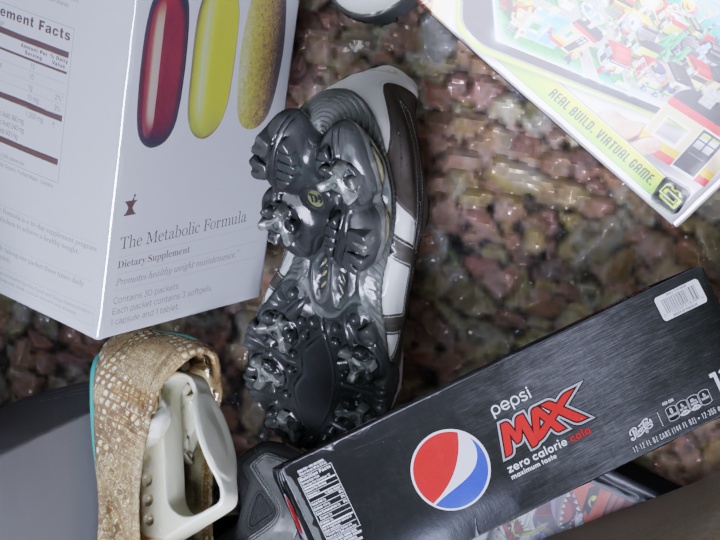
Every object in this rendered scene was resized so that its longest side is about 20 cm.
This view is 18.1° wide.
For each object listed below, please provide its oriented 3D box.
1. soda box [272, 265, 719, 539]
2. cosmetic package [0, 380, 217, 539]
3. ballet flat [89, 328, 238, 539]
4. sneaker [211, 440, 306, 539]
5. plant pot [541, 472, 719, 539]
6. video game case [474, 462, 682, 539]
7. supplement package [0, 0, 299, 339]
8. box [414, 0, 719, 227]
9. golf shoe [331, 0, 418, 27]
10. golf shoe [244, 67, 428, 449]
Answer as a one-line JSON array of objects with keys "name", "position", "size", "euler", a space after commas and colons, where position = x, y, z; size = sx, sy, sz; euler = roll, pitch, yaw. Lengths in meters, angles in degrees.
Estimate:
[{"name": "soda box", "position": [0.065, 0.069, 0.965], "size": [0.199, 0.071, 0.064], "euler": [-25, 88, -8]}, {"name": "cosmetic package", "position": [-0.162, 0.112, 1.052], "size": [0.106, 0.200, 0.091], "euler": [-12, 93, 25]}, {"name": "ballet flat", "position": [-0.084, 0.122, 1.010], "size": [0.065, 0.070, 0.201], "euler": [-12, 79, 33]}, {"name": "sneaker", "position": [-0.040, 0.160, 1.073], "size": [0.090, 0.066, 0.201], "euler": [34, 129, 28]}, {"name": "plant pot", "position": [0.101, 0.222, 0.939], "size": [0.199, 0.177, 0.201], "euler": [-24, 90, 25]}, {"name": "video game case", "position": [0.111, 0.180, 1.038], "size": [0.199, 0.025, 0.181], "euler": [26, 108, 19]}, {"name": "supplement package", "position": [-0.107, -0.088, 1.022], "size": [0.109, 0.114, 0.201], "euler": [22, 114, 34]}, {"name": "box", "position": [0.097, -0.123, 0.948], "size": [0.200, 0.035, 0.110], "euler": [39, 114, -11]}, {"name": "golf shoe", "position": [0.008, -0.204, 0.983], "size": [0.077, 0.094, 0.201], "euler": [17, 107, 20]}, {"name": "golf shoe", "position": [0.000, 0.000, 1.028], "size": [0.078, 0.095, 0.201], "euler": [23, 132, 19]}]
